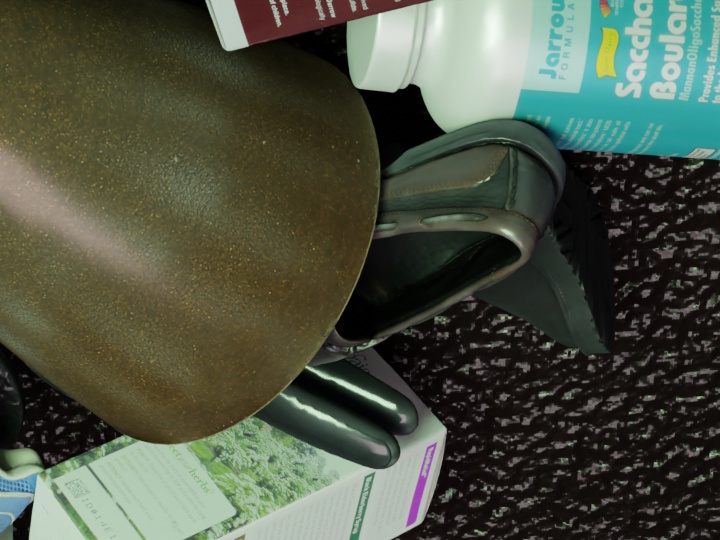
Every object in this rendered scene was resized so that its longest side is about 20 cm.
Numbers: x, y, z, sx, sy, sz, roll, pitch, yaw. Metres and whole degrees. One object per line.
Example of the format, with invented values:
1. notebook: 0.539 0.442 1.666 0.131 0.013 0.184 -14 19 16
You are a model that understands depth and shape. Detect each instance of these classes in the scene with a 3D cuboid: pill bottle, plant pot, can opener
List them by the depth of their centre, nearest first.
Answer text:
1. plant pot: -0.125 -0.050 1.060 0.186 0.188 0.200 -35 138 24
2. pill bottle: 0.097 -0.107 1.111 0.198 0.111 0.111 2 134 -12
3. can opener: -0.066 0.041 1.227 0.198 0.064 0.079 18 137 5

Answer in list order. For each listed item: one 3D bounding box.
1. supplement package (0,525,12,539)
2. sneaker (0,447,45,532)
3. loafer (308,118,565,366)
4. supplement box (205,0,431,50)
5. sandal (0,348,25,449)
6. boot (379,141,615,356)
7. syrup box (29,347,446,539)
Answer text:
1. supplement package: -0.275 0.214 1.365 0.113 0.110 0.200 20 128 -25
2. sneaker: -0.219 0.050 1.192 0.077 0.076 0.201 -31 122 -6
3. loafer: 0.000 0.000 1.102 0.199 0.063 0.072 -28 123 32
4. supplement box: 0.029 -0.167 1.045 0.198 0.109 0.061 -13 133 6
5. sandal: -0.244 0.019 1.234 0.200 0.048 0.075 33 123 -19
6. boot: 0.029 -0.007 1.223 0.161 0.074 0.198 -7 157 17
7. syrup box: -0.060 0.113 1.262 0.199 0.079 0.082 -23 145 -31
